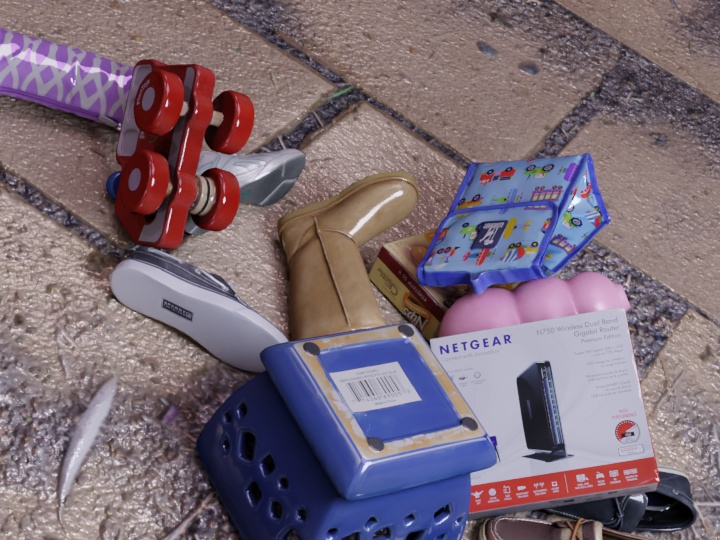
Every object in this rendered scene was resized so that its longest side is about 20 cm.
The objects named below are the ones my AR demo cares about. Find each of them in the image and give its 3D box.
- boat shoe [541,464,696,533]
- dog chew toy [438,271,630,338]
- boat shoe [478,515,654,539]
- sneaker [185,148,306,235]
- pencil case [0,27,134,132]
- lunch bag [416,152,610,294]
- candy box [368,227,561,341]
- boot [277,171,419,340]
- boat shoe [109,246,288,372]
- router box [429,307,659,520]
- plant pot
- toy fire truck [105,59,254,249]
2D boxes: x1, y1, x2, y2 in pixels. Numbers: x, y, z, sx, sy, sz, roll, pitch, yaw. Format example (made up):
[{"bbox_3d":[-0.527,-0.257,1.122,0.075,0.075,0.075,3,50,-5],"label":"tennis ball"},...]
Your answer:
[{"bbox_3d":[0.262,0.233,1.586,0.200,0.075,0.062,8,36,-28],"label":"boat shoe"},{"bbox_3d":[0.187,0.063,1.642,0.200,0.125,0.125,-21,45,9],"label":"dog chew toy"},{"bbox_3d":[0.216,0.269,1.519,0.200,0.072,0.072,18,39,-10],"label":"boat shoe"},{"bbox_3d":[-0.143,-0.108,1.746,0.080,0.071,0.200,42,42,23],"label":"sneaker"},{"bbox_3d":[-0.335,-0.208,1.747,0.200,0.084,0.086,15,63,-11],"label":"pencil case"},{"bbox_3d":[0.160,-0.034,1.683,0.150,0.094,0.200,-3,33,33],"label":"lunch bag"},{"bbox_3d":[0.121,0.003,1.776,0.200,0.055,0.115,-18,55,-41],"label":"candy box"},{"bbox_3d":[0.000,0.000,1.665,0.175,0.066,0.200,-24,44,8],"label":"boot"},{"bbox_3d":[-0.155,0.035,1.584,0.200,0.072,0.068,24,40,9],"label":"boat shoe"},{"bbox_3d":[0.178,0.142,1.534,0.199,0.049,0.180,-10,72,4],"label":"router box"},{"bbox_3d":[-0.006,0.164,1.429,0.200,0.180,0.200,-7,50,-35],"label":"plant pot"},{"bbox_3d":[-0.209,-0.124,1.640,0.112,0.201,0.168,12,-2,-36],"label":"toy fire truck"}]
